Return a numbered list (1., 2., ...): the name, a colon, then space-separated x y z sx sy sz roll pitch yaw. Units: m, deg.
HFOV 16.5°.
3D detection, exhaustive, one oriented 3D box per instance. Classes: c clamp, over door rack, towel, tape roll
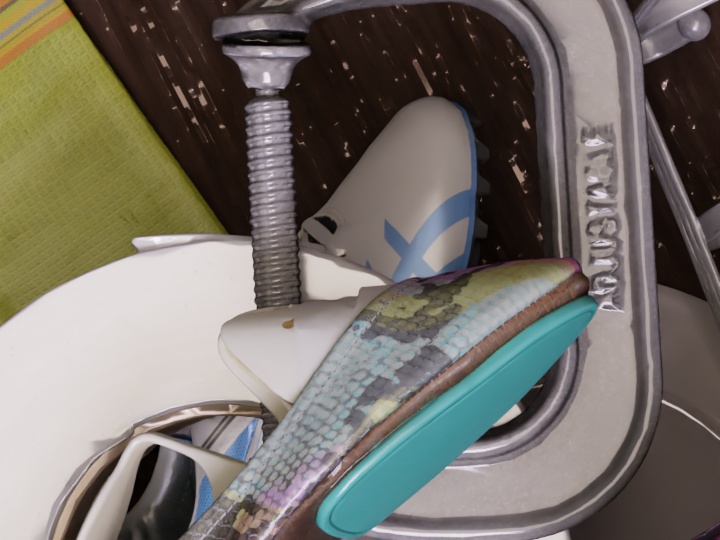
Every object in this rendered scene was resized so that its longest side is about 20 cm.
1. c clamp: 0.000 0.000 0.686 0.170 0.027 0.201 2 88 3
2. over door rack: 0.127 -0.029 0.717 0.066 0.200 0.148 -22 82 0
3. towel: -0.116 -0.041 0.840 0.086 0.018 0.200 -36 86 6
4. tape roll: -0.036 0.091 0.733 0.201 0.071 0.204 0 88 4

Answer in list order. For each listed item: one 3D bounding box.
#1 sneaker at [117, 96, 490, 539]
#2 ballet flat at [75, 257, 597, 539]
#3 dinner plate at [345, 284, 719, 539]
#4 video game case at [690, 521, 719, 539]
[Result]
1. sneaker: -0.024 0.030 0.797 0.072 0.072 0.201 28 95 -26
2. ballet flat: -0.026 0.057 0.649 0.071 0.069 0.200 41 89 18
3. dinner plate: 0.072 0.102 0.816 0.199 0.024 0.202 0 91 6
4. video game case: 0.125 0.111 0.697 0.181 0.200 0.036 -27 62 -21
